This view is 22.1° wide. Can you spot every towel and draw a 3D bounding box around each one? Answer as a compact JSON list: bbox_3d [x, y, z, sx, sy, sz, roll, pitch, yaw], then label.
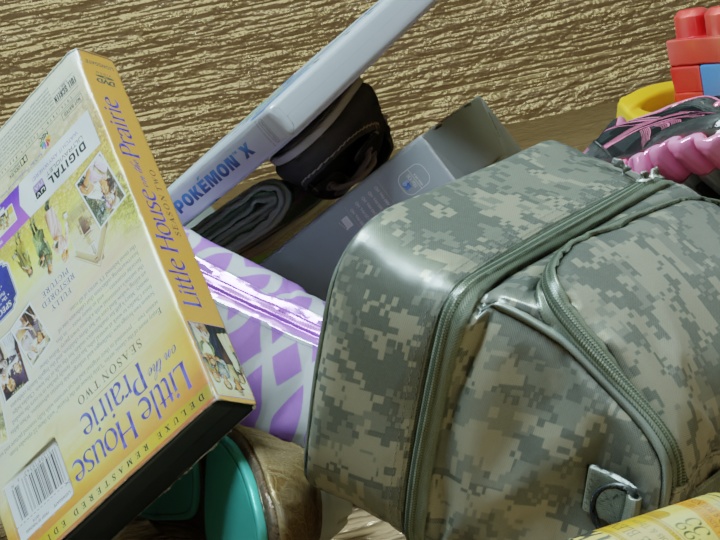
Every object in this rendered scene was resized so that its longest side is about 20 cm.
[{"bbox_3d":[-0.080,-0.005,1.112,0.149,0.031,0.200,-33,-6,10],"label":"towel"}]

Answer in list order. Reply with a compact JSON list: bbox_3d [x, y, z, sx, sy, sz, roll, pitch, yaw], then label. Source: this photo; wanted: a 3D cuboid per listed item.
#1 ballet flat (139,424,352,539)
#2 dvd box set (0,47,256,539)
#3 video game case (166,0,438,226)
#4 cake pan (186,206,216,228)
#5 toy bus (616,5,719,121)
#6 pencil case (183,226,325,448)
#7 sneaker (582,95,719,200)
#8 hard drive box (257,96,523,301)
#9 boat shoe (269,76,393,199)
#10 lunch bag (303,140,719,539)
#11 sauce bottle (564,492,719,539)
[{"bbox_3d":[-0.048,0.103,0.843,0.072,0.068,0.200,1,-2,-24],"label":"ballet flat"},{"bbox_3d":[-0.134,0.019,0.846,0.029,0.200,0.146,12,-46,-47],"label":"dvd box set"},{"bbox_3d":[-0.033,-0.095,1.004,0.182,0.022,0.200,-34,11,50],"label":"video game case"},{"bbox_3d":[-0.168,0.010,1.187,0.200,0.037,0.200,-27,-6,-3],"label":"cake pan"},{"bbox_3d":[0.223,-0.071,1.169,0.136,0.192,0.200,-18,9,-31],"label":"toy bus"},{"bbox_3d":[-0.053,0.037,0.920,0.200,0.086,0.084,23,59,20],"label":"pencil case"},{"bbox_3d":[0.165,-0.054,0.871,0.200,0.079,0.095,-8,37,55],"label":"sneaker"},{"bbox_3d":[0.000,0.000,1.042,0.200,0.077,0.156,-38,1,19],"label":"hard drive box"},{"bbox_3d":[-0.006,-0.071,1.044,0.067,0.057,0.200,-41,6,9],"label":"boat shoe"},{"bbox_3d":[0.100,0.042,0.772,0.168,0.139,0.200,26,29,28],"label":"lunch bag"},{"bbox_3d":[0.045,0.120,0.549,0.200,0.066,0.066,-16,9,-20],"label":"sauce bottle"}]
